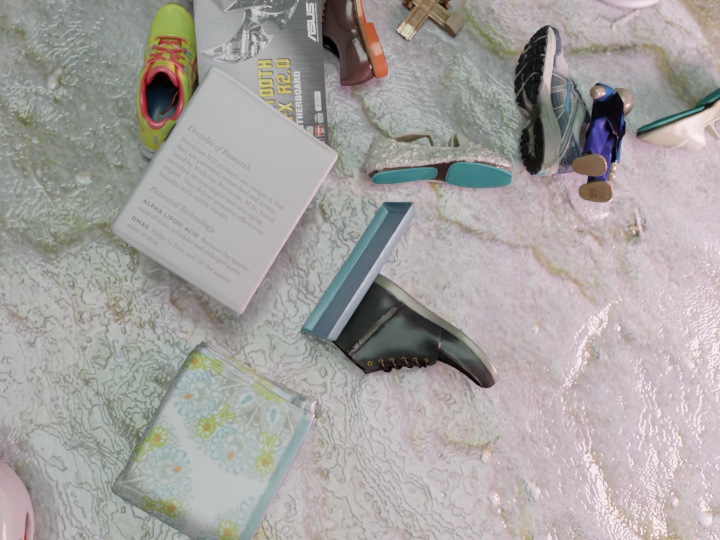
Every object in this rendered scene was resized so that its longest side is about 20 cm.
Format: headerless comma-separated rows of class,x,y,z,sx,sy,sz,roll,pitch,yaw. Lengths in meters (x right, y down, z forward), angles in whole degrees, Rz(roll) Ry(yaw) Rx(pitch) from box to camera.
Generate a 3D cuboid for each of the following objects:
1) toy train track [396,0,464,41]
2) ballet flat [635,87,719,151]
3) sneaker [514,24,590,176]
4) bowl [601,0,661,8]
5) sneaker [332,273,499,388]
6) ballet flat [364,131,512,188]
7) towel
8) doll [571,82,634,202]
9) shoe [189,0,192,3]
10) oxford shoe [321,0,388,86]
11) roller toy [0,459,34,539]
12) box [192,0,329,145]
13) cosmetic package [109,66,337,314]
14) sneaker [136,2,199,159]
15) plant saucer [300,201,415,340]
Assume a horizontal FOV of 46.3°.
toy train track,0.058,-0.390,1.137,0.199,0.033,0.115,37,75,1
ballet flat,0.467,-0.201,1.148,0.198,0.070,0.070,-27,83,-13
sneaker,0.259,-0.223,1.122,0.085,0.077,0.204,2,84,-20
bowl,0.386,-0.482,1.179,0.197,0.090,0.205,2,77,-8
sneaker,0.065,0.104,1.019,0.199,0.075,0.107,36,80,9
ballet flat,0.102,-0.147,1.074,0.196,0.072,0.073,1,78,-10
towel,-0.162,0.205,0.971,0.169,0.048,0.202,29,75,1
doll,0.319,-0.172,1.095,0.048,0.138,0.201,-1,41,30
shoe,-0.167,-0.430,1.039,0.071,0.091,0.202,33,89,15
oxford shoe,-0.029,-0.336,1.095,0.071,0.071,0.203,-20,75,2
roller toy,-0.437,0.274,0.863,0.198,0.140,0.184,-32,85,-14
box,-0.122,-0.234,1.039,0.155,0.048,0.204,-4,96,-10
cosmetic package,-0.149,-0.088,0.940,0.164,0.165,0.202,32,89,-10
sneaker,-0.234,-0.242,1.031,0.077,0.090,0.204,2,76,-7
plant saucer,0.000,0.000,1.031,0.019,0.070,0.201,41,73,-27
